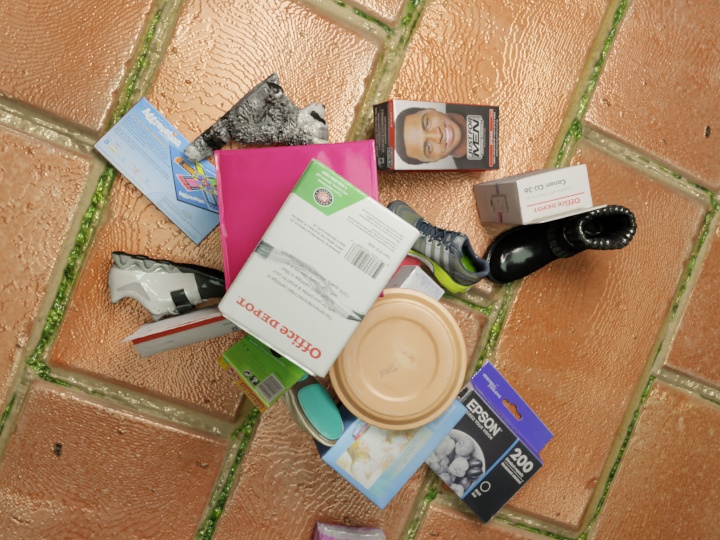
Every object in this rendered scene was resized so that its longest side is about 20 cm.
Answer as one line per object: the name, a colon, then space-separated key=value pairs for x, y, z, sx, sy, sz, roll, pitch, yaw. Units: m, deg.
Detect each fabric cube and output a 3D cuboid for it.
fabric cube: x=-0.073 y=-0.065 z=0.847 sx=0.198 sy=0.200 sz=0.198 roll=-5 pitch=96 yaw=1

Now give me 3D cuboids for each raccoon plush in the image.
raccoon plush: x=-0.140 y=-0.190 z=0.909 sx=0.199 sy=0.097 sz=0.134 roll=-35 pitch=113 yaw=13

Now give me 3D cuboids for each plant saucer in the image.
plant saucer: x=0.052 y=0.124 z=0.873 sx=0.199 sy=0.032 sz=0.202 roll=0 pitch=85 yaw=0

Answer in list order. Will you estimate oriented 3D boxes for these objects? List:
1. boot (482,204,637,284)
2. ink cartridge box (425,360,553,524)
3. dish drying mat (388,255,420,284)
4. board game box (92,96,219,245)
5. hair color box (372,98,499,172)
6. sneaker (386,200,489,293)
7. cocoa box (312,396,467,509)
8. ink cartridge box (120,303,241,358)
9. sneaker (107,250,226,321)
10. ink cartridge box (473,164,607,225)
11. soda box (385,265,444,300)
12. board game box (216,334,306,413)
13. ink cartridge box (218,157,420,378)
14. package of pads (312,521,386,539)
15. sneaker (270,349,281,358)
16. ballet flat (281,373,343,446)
boot: x=0.307 y=-0.042 z=0.974 sx=0.210 sy=0.158 sz=0.080 roll=-31 pitch=102 yaw=-8
ink cartridge box: x=0.215 y=0.293 z=1.050 sx=0.200 sy=0.043 sz=0.198 roll=-45 pitch=103 yaw=-6
dish drying mat: x=0.000 y=0.000 z=0.982 sx=0.198 sy=0.018 sz=0.077 roll=-1 pitch=95 yaw=-13
board game box: x=-0.277 y=-0.143 z=0.903 sx=0.103 sy=0.019 sz=0.200 roll=-45 pitch=103 yaw=-3
hair color box: x=0.118 y=-0.200 z=0.937 sx=0.199 sy=0.061 sz=0.102 roll=-6 pitch=98 yaw=-29
sneaker: x=0.123 y=-0.046 z=0.963 sx=0.200 sy=0.081 sz=0.074 roll=37 pitch=56 yaw=-18
cocoa box: x=0.039 y=0.231 z=0.957 sx=0.133 sy=0.131 sz=0.200 roll=43 pitch=86 yaw=-13
ink cartridge box: x=-0.227 y=0.083 z=0.845 sx=0.161 sy=0.200 sz=0.057 roll=-15 pitch=99 yaw=-10
sneaker: x=-0.266 y=0.032 z=0.900 sx=0.199 sy=0.074 sz=0.089 roll=10 pitch=93 yaw=-4
ink cartridge box: x=0.266 y=-0.115 z=0.935 sx=0.116 sy=0.200 sz=0.068 roll=-15 pitch=99 yaw=-11
soda box: x=0.037 y=0.087 z=0.945 sx=0.064 sy=0.068 sz=0.200 roll=43 pitch=79 yaw=-14
board game box: x=-0.109 y=0.113 z=0.898 sx=0.096 sy=0.030 sz=0.200 roll=48 pitch=40 yaw=4
ink cartridge box: x=-0.047 y=-0.002 z=0.710 sx=0.146 sy=0.083 sz=0.201 roll=35 pitch=94 yaw=-3
package of pads: x=-0.034 y=0.516 z=1.000 sx=0.120 sy=0.076 sz=0.201 roll=12 pitch=93 yaw=-12
sneaker: x=-0.073 y=0.079 z=0.900 sx=0.199 sy=0.080 sz=0.087 roll=-10 pitch=86 yaw=-49
ballet flat: x=-0.091 y=0.183 z=0.917 sx=0.067 sy=0.200 sz=0.062 roll=-8 pitch=142 yaw=-42
